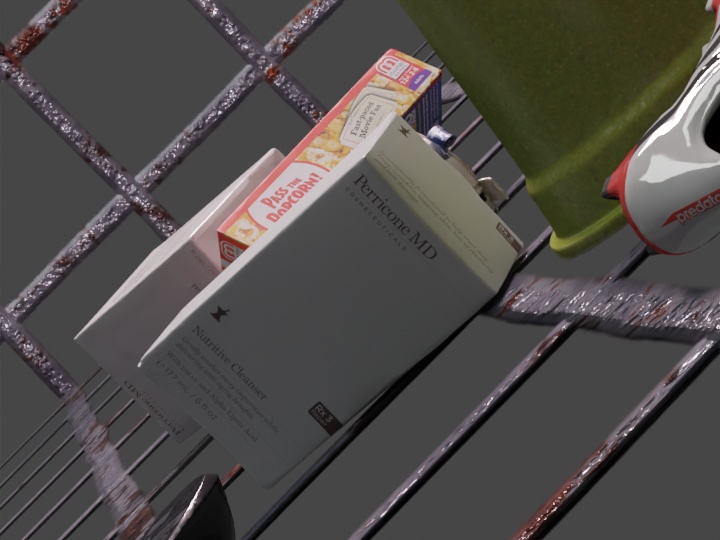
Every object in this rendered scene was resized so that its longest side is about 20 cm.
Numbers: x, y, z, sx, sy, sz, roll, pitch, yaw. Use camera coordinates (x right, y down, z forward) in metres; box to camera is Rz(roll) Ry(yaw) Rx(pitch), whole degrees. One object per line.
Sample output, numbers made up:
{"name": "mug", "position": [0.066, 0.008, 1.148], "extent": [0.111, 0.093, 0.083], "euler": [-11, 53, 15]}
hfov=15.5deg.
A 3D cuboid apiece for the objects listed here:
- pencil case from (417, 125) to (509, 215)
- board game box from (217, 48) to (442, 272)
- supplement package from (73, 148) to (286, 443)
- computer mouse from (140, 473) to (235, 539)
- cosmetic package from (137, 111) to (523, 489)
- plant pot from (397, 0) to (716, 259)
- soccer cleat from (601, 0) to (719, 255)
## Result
{"name": "pencil case", "position": [0.000, 0.000, 1.675], "extent": [0.200, 0.078, 0.089], "euler": [-46, 22, -16]}
{"name": "board game box", "position": [-0.015, -0.030, 1.788], "extent": [0.200, 0.046, 0.152], "euler": [-48, -28, -33]}
{"name": "supplement package", "position": [-0.101, 0.022, 1.992], "extent": [0.120, 0.121, 0.200], "euler": [-50, 8, -39]}
{"name": "computer mouse", "position": [-0.123, 0.198, 1.362], "extent": [0.140, 0.046, 0.200], "euler": [-46, 9, 34]}
{"name": "cosmetic package", "position": [-0.016, 0.018, 1.518], "extent": [0.200, 0.113, 0.081], "euler": [-44, 5, 29]}
{"name": "plant pot", "position": [0.113, -0.141, 1.376], "extent": [0.200, 0.184, 0.200], "euler": [-43, 7, 6]}
{"name": "soccer cleat", "position": [0.179, -0.084, 1.157], "extent": [0.085, 0.069, 0.200], "euler": [-22, 25, 52]}
